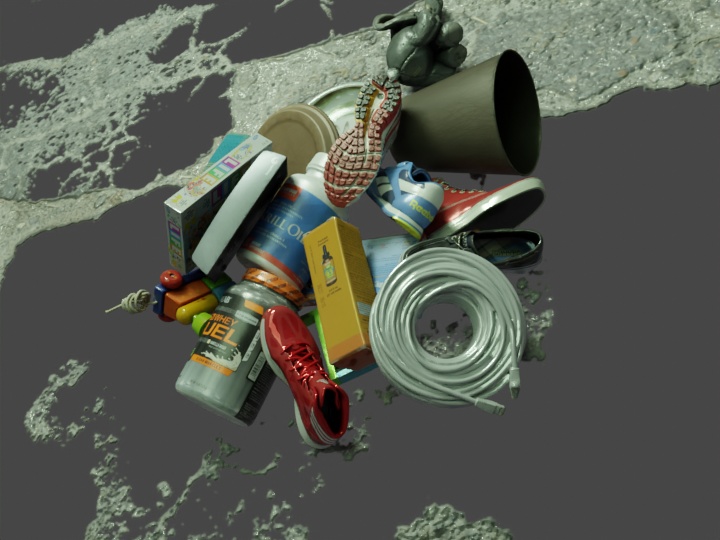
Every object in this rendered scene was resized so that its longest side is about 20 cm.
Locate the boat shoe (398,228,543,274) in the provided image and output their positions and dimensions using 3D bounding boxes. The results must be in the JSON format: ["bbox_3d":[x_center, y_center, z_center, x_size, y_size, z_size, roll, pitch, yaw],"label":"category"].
[{"bbox_3d":[0.151,-0.024,1.203,0.199,0.066,0.070,-1,61,-3],"label":"boat shoe"}]

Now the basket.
[{"bbox_3d":[0.149,-0.216,1.332,0.199,0.136,0.181,-6,92,39],"label":"basket"}]

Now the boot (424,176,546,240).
[{"bbox_3d":[0.160,-0.109,1.305,0.199,0.072,0.145,-28,47,10],"label":"boot"}]

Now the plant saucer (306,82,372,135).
[{"bbox_3d":[-0.028,-0.224,1.491,0.199,0.050,0.201,-13,54,19],"label":"plant saucer"}]

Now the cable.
[{"bbox_3d":[0.110,0.074,1.136,0.199,0.069,0.201,10,78,3],"label":"cable"}]

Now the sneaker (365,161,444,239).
[{"bbox_3d":[0.062,-0.116,1.287,0.082,0.074,0.200,-52,33,8],"label":"sneaker"}]

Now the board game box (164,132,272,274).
[{"bbox_3d":[-0.210,-0.101,1.348,0.034,0.135,0.200,31,53,20],"label":"board game box"}]

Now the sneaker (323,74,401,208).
[{"bbox_3d":[0.013,-0.177,1.294,0.078,0.082,0.201,23,78,18],"label":"sneaker"}]

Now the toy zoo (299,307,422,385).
[{"bbox_3d":[0.003,0.084,1.271,0.199,0.020,0.132,-26,49,7],"label":"toy zoo"}]

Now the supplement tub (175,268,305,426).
[{"bbox_3d":[-0.163,0.106,1.258,0.122,0.123,0.201,15,71,34],"label":"supplement tub"}]

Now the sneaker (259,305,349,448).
[{"bbox_3d":[-0.061,0.128,1.159,0.078,0.116,0.201,-24,84,-25],"label":"sneaker"}]

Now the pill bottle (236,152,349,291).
[{"bbox_3d":[-0.087,-0.073,1.330,0.112,0.112,0.200,22,72,36],"label":"pill bottle"}]

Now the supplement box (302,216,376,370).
[{"bbox_3d":[-0.021,0.031,1.223,0.066,0.069,0.201,-29,63,30],"label":"supplement box"}]

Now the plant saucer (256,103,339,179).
[{"bbox_3d":[-0.114,-0.173,1.449,0.199,0.029,0.201,-3,85,37],"label":"plant saucer"}]

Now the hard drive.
[{"bbox_3d":[-0.174,-0.079,1.298,0.042,0.135,0.200,33,83,0],"label":"hard drive"}]

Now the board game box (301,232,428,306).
[{"bbox_3d":[0.000,0.000,1.294,0.199,0.019,0.103,-6,50,38],"label":"board game box"}]

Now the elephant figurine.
[{"bbox_3d":[0.088,-0.392,1.528,0.200,0.155,0.142,57,134,52],"label":"elephant figurine"}]

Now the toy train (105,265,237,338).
[{"bbox_3d":[-0.262,0.062,1.335,0.116,0.085,0.200,37,42,28],"label":"toy train"}]

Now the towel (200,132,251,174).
[{"bbox_3d":[-0.227,-0.154,1.562,0.146,0.022,0.201,13,65,34],"label":"towel"}]
